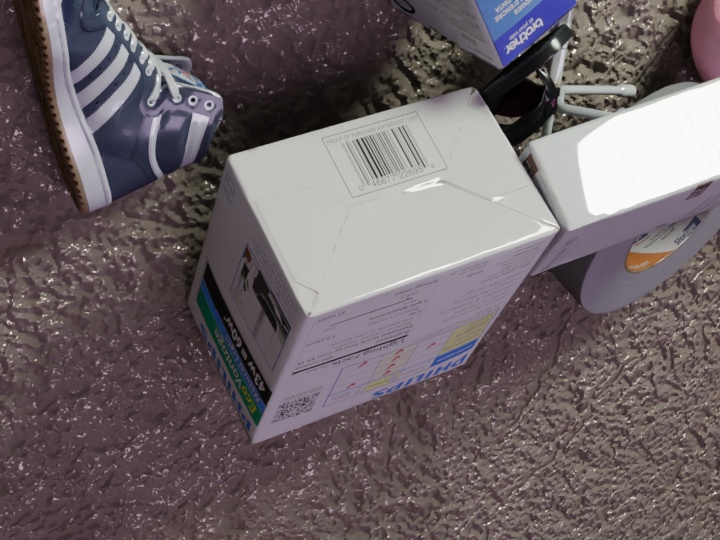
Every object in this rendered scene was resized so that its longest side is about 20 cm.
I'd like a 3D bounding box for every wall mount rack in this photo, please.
[{"bbox_3d":[0.183,-0.186,1.000,0.074,0.174,0.203,10,107,8],"label":"wall mount rack"}]

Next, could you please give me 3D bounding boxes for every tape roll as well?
[{"bbox_3d":[0.239,-0.058,1.106,0.199,0.066,0.201,-31,151,-19],"label":"tape roll"}]

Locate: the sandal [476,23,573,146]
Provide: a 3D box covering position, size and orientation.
[{"bbox_3d":[0.106,-0.113,0.957,0.075,0.048,0.200,-43,179,-29],"label":"sandal"}]

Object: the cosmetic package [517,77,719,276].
[{"bbox_3d":[0.203,-0.071,0.940,0.198,0.075,0.102,-21,167,-15],"label":"cosmetic package"}]

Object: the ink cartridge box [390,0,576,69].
[{"bbox_3d":[0.057,-0.223,0.868,0.076,0.136,0.201,-38,133,-10],"label":"ink cartridge box"}]

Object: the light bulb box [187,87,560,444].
[{"bbox_3d":[0.000,0.000,0.928,0.196,0.126,0.201,-18,157,-25],"label":"light bulb box"}]

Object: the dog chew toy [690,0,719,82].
[{"bbox_3d":[0.356,-0.172,1.129,0.125,0.124,0.200,-47,142,0],"label":"dog chew toy"}]

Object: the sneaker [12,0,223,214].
[{"bbox_3d":[-0.148,-0.135,0.825,0.107,0.070,0.202,-20,135,-17],"label":"sneaker"}]
